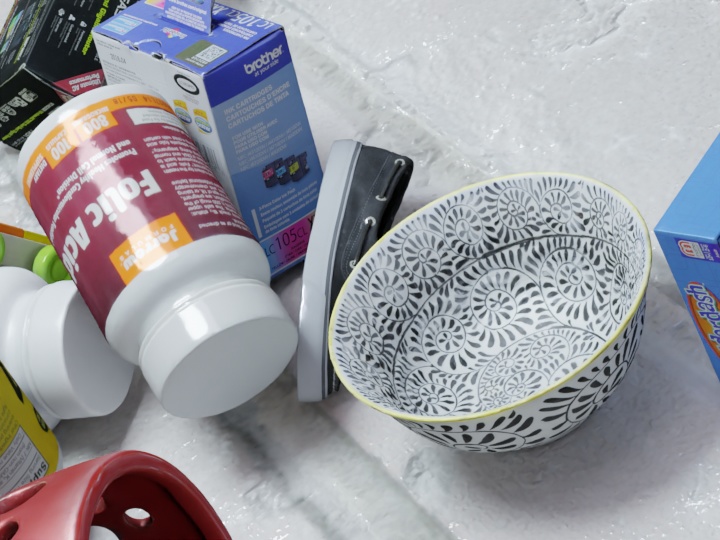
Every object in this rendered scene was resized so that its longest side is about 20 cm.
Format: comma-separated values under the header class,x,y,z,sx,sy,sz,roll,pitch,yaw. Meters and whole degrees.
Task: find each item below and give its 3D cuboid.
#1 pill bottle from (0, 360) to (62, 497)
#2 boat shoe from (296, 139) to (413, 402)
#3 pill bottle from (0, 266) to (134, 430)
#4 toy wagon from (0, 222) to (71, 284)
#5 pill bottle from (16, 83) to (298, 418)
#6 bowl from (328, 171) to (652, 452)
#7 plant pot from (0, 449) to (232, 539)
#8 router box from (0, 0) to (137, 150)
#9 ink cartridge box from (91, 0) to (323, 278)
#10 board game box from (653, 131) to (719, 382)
class,x,y,z,sx,sy,sz,roll,pitch,yaw
pill bottle,-0.254,0.107,1.447,0.114,0.200,0.114,-17,40,15
boat shoe,0.000,0.000,1.527,0.066,0.070,0.200,7,50,5
pill bottle,-0.259,0.060,1.570,0.200,0.120,0.120,-6,43,26
toy wagon,-0.302,-0.024,1.645,0.155,0.200,0.040,9,84,39
pill bottle,-0.128,-0.012,1.486,0.114,0.114,0.200,-32,61,-4
bowl,0.090,0.043,1.393,0.201,0.094,0.201,-18,39,15
plant pot,-0.170,0.216,1.281,0.182,0.200,0.201,-20,38,24
router box,-0.221,-0.202,1.803,0.150,0.062,0.200,-22,43,60
ink cartridge box,-0.101,-0.106,1.588,0.076,0.200,0.136,-35,37,-26
board game box,0.252,-0.036,1.336,0.045,0.152,0.200,11,52,40
